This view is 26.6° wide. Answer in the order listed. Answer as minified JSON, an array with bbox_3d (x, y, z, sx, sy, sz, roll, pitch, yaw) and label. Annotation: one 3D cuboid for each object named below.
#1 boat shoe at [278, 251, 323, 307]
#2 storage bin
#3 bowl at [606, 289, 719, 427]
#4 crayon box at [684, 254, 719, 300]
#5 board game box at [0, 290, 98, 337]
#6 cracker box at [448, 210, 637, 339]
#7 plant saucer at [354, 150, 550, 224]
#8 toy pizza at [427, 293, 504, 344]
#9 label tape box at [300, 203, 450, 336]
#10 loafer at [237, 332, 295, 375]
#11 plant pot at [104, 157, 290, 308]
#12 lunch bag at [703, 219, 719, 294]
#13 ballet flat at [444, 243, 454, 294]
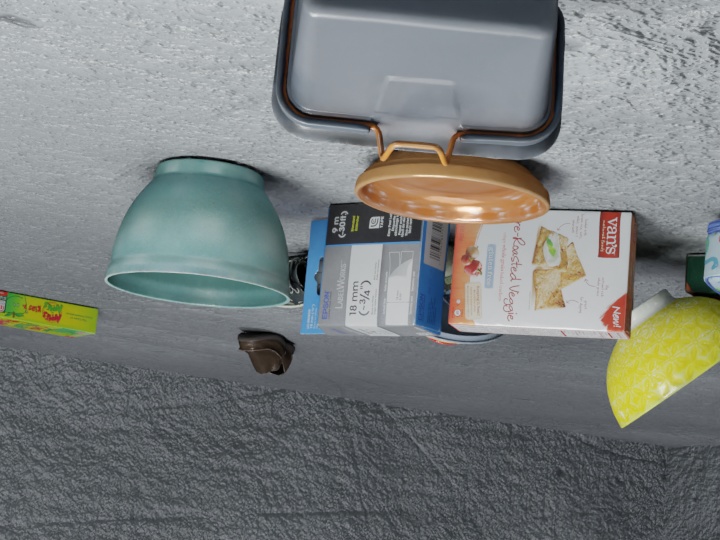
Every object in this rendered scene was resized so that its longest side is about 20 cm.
[{"bbox_3d":[-0.063,0.008,2.024,0.198,0.075,0.066,1,166,20],"label":"boat shoe"},{"bbox_3d":[0.041,-0.154,0.986,0.199,0.146,0.134,5,159,1],"label":"storage bin"},{"bbox_3d":[0.364,0.088,1.823,0.200,0.108,0.200,-34,170,-7],"label":"bowl"},{"bbox_3d":[0.505,0.014,1.828,0.199,0.051,0.127,-2,166,33],"label":"crayon box"},{"bbox_3d":[-0.584,0.079,2.737,0.199,0.048,0.101,12,168,-32],"label":"board game box"},{"bbox_3d":[0.203,0.003,1.696,0.199,0.135,0.058,2,169,17],"label":"cracker box"},{"bbox_3d":[0.094,-0.086,1.547,0.199,0.038,0.200,5,170,1],"label":"plant saucer"},{"bbox_3d":[0.092,0.039,1.906,0.199,0.032,0.201,14,-151,-8],"label":"toy pizza"},{"bbox_3d":[0.000,0.000,1.755,0.199,0.145,0.063,-2,167,34],"label":"label tape box"},{"bbox_3d":[-0.175,0.162,2.896,0.073,0.071,0.200,1,168,22],"label":"loafer"},{"bbox_3d":[-0.169,-0.043,1.646,0.199,0.135,0.200,5,170,1],"label":"plant pot"},{"bbox_3d":[0.475,-0.011,1.624,0.199,0.083,0.161,-1,168,33],"label":"lunch bag"},{"bbox_3d":[0.062,-0.016,1.871,0.199,0.075,0.074,6,170,-20],"label":"ballet flat"}]
